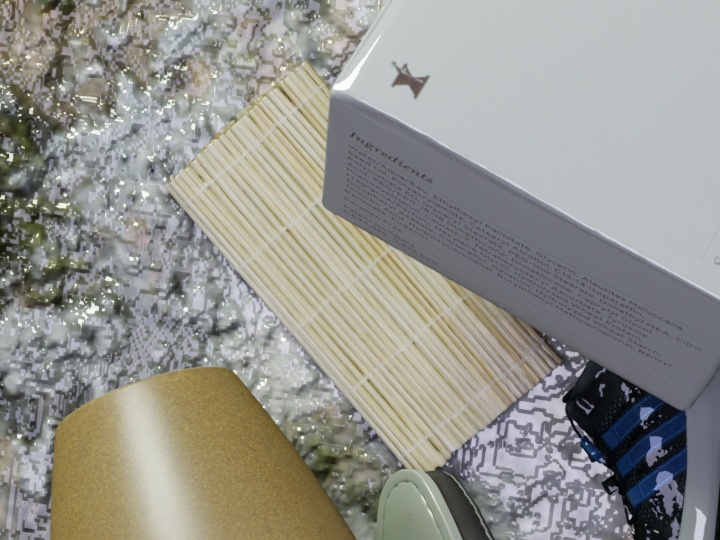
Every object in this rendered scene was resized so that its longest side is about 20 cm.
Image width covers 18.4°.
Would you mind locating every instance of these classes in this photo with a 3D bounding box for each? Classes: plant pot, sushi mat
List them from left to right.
[{"bbox_3d":[-0.073,0.156,1.047,0.185,0.186,0.201,-24,73,10],"label":"plant pot"},{"bbox_3d":[0.000,0.000,1.097,0.096,0.012,0.200,-42,85,10],"label":"sushi mat"}]

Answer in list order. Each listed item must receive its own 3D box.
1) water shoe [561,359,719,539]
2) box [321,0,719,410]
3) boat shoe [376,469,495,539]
[{"bbox_3d":[0.134,0.077,1.050,0.078,0.071,0.202,3,82,13],"label":"water shoe"},{"bbox_3d":[0.115,-0.083,0.978,0.199,0.131,0.200,29,71,8],"label":"box"},{"bbox_3d":[0.065,0.189,1.070,0.072,0.060,0.203,-31,74,54],"label":"boat shoe"}]
